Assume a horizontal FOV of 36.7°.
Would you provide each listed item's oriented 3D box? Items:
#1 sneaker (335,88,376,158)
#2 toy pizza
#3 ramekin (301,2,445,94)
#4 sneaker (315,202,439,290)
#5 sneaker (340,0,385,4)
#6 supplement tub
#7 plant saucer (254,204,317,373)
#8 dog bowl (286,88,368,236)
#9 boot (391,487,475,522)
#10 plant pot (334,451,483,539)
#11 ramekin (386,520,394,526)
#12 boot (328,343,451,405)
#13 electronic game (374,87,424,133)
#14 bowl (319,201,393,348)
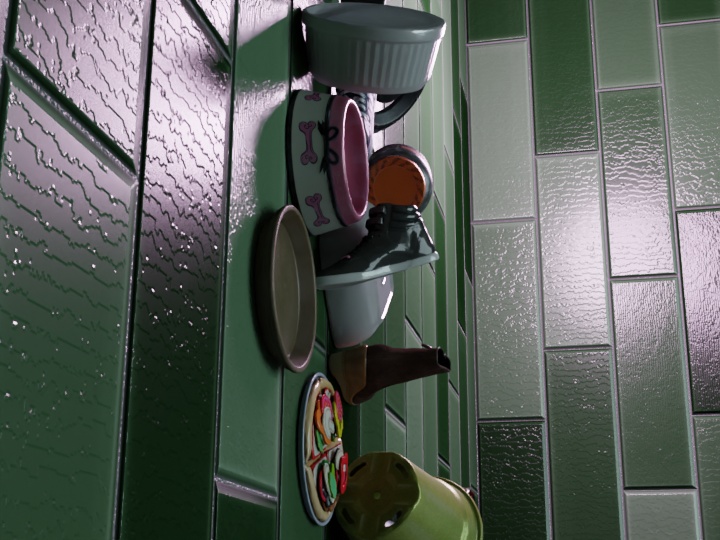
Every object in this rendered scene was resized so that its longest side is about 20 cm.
[{"bbox_3d":[-0.014,-0.254,1.638,0.108,0.070,0.202,-43,131,-77],"label":"sneaker"},{"bbox_3d":[-0.044,0.236,1.446,0.200,0.031,0.202,-3,90,-78],"label":"toy pizza"},{"bbox_3d":[0.015,-0.310,1.514,0.203,0.201,0.095,-66,163,-66],"label":"ramekin"},{"bbox_3d":[0.009,-0.036,1.504,0.071,0.199,0.100,-17,-91,64],"label":"sneaker"},{"bbox_3d":[0.006,-0.414,1.817,0.115,0.075,0.202,-58,152,-83],"label":"sneaker"},{"bbox_3d":[0.057,-0.142,1.768,0.200,0.122,0.124,-67,152,-80],"label":"supplement tub"},{"bbox_3d":[-0.089,0.022,1.299,0.200,0.029,0.202,-3,90,-78],"label":"plant saucer"},{"bbox_3d":[-0.040,-0.148,1.476,0.200,0.073,0.202,-3,90,-78],"label":"dog bowl"},{"bbox_3d":[0.131,0.430,1.937,0.204,0.153,0.074,60,29,-65],"label":"boot"},{"bbox_3d":[0.055,0.357,1.570,0.184,0.199,0.202,54,33,-49],"label":"plant pot"},{"bbox_3d":[0.083,0.521,1.822,0.200,0.097,0.202,-3,90,-78],"label":"ramekin"},{"bbox_3d":[0.053,0.155,1.605,0.200,0.165,0.073,53,35,-69],"label":"boot"},{"bbox_3d":[0.046,-0.311,1.770,0.200,0.042,0.201,-37,149,-27],"label":"electronic game"},{"bbox_3d":[0.000,0.000,1.630,0.200,0.074,0.201,-65,151,-65],"label":"bowl"}]
